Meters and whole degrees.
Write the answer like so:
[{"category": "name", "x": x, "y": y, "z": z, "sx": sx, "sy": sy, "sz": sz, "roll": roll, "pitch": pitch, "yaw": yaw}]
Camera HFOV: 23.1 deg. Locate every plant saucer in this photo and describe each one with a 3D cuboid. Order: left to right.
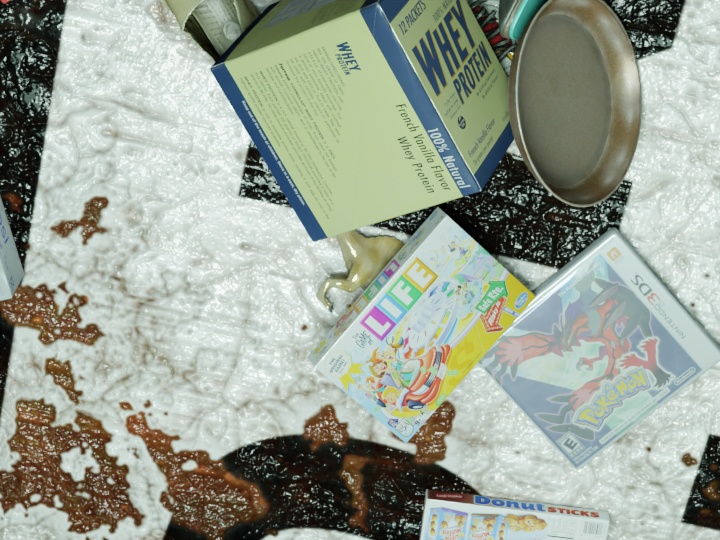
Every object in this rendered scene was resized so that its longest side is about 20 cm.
[{"category": "plant saucer", "x": 0.197, "y": -0.161, "z": 1.651, "sx": 0.032, "sy": 0.200, "sz": 0.202, "roll": 2, "pitch": 117, "yaw": 43}]

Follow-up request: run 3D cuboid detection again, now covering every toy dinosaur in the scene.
[{"category": "toy dinosaur", "x": 0.000, "y": 0.000, "z": 1.781, "sx": 0.101, "sy": 0.058, "sz": 0.200, "roll": -43, "pitch": 112, "yaw": 1}]

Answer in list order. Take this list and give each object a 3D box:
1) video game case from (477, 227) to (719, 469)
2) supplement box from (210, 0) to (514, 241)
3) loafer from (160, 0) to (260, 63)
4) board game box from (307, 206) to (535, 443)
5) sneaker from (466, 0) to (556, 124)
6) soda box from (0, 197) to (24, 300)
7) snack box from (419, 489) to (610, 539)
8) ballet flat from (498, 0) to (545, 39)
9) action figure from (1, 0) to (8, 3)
[{"category": "video game case", "x": 0.242, "y": 0.083, "z": 1.810, "sx": 0.200, "sy": 0.023, "sz": 0.182, "roll": -40, "pitch": 104, "yaw": 16}, {"category": "supplement box", "x": 0.010, "y": -0.163, "z": 1.622, "sx": 0.198, "sy": 0.135, "sz": 0.201, "roll": -16, "pitch": 116, "yaw": 36}, {"category": "loafer", "x": -0.154, "y": -0.269, "z": 1.666, "sx": 0.076, "sy": 0.068, "sz": 0.200, "roll": -38, "pitch": 105, "yaw": 15}, {"category": "board game box", "x": 0.062, "y": 0.056, "z": 1.765, "sx": 0.134, "sy": 0.034, "sz": 0.200, "roll": 40, "pitch": 94, "yaw": -22}, {"category": "sneaker", "x": 0.135, "y": -0.214, "z": 1.668, "sx": 0.077, "sy": 0.082, "sz": 0.201, "roll": -32, "pitch": 106, "yaw": 14}, {"category": "soda box", "x": -0.397, "y": -0.068, "z": 1.753, "sx": 0.063, "sy": 0.068, "sz": 0.202, "roll": -12, "pitch": 111, "yaw": 5}, {"category": "snack box", "x": 0.164, "y": 0.283, "z": 1.888, "sx": 0.198, "sy": 0.024, "sz": 0.073, "roll": 7, "pitch": 113, "yaw": -1}, {"category": "ballet flat", "x": 0.173, "y": -0.309, "z": 1.630, "sx": 0.068, "sy": 0.068, "sz": 0.201, "roll": 36, "pitch": 88, "yaw": 17}, {"category": "action figure", "x": -0.271, "y": -0.331, "z": 1.650, "sx": 0.199, "sy": 0.066, "sz": 0.052, "roll": -31, "pitch": 124, "yaw": 14}]
